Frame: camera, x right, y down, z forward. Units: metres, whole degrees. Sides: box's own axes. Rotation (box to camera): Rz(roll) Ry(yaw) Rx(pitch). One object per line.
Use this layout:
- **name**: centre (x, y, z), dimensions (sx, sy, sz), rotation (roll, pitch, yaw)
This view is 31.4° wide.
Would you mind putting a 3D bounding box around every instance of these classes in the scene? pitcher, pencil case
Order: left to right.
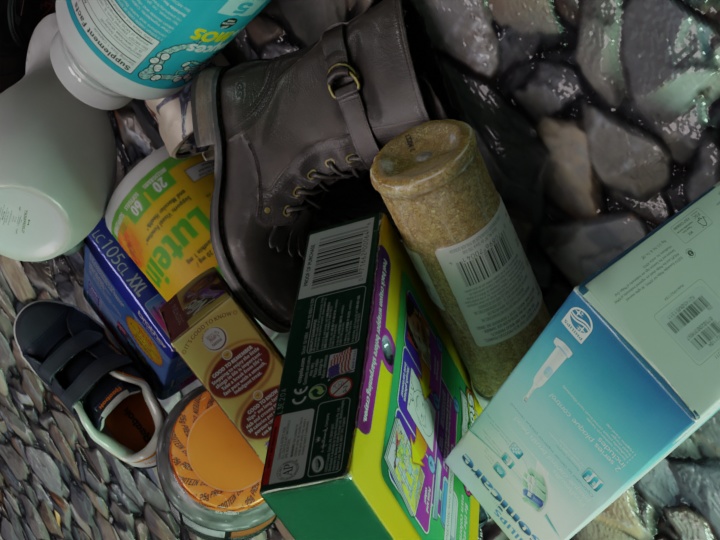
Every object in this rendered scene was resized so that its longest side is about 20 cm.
- **pitcher**: centre (-0.260, -0.089, 1.060), dimensions (0.120, 0.201, 0.173), rotation (12, 134, -8)
- **pencil case**: centre (-0.159, -0.178, 0.974), dimensions (0.201, 0.077, 0.089), rotation (56, 170, 3)

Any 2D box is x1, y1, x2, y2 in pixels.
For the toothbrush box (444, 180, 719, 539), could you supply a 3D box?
- **toothbrush box**: centre (0.148, 0.057, 0.691), dimensions (0.085, 0.146, 0.201), rotation (49, 147, 14)

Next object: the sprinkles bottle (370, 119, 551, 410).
- **sprinkles bottle**: centre (0.074, 0.006, 0.787), dimensions (0.068, 0.068, 0.201), rotation (14, 140, 48)

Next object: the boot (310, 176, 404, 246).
- **boot**: centre (0.000, 0.000, 0.927), dimensions (0.199, 0.068, 0.132), rotation (24, 140, 43)

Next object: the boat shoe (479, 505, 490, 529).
- **boat shoe**: centre (0.040, 0.101, 0.924), dimensions (0.201, 0.091, 0.071), rotation (59, 153, -12)

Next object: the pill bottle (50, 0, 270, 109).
- **pill bottle**: centre (-0.128, -0.188, 0.843), dimensions (0.199, 0.111, 0.111), rotation (-35, 88, 40)

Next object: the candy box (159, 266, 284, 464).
- **candy box**: centre (-0.059, 0.099, 0.901), dimensions (0.201, 0.056, 0.117), rotation (53, 176, -16)

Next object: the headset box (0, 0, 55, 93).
- **headset box**: centre (-0.330, -0.248, 1.080), dimensions (0.075, 0.148, 0.202), rotation (30, 139, 34)

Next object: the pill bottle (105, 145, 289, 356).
- **pill bottle**: centre (-0.103, 0.000, 1.019), dimensions (0.200, 0.111, 0.111), rotation (48, 147, 14)

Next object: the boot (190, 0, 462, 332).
- **boot**: centre (-0.015, -0.067, 0.817), dimensions (0.172, 0.069, 0.202), rotation (-11, 98, 27)

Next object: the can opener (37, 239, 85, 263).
- **can opener**: centre (-0.276, -0.059, 1.183), dimensions (0.200, 0.053, 0.068), rotation (-113, 10, -78)

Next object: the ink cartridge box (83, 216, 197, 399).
- **ink cartridge box**: centre (-0.184, 0.021, 1.156), dimensions (0.137, 0.076, 0.200), rotation (51, 156, 9)

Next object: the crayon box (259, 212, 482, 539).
- **crayon box**: centre (0.016, 0.098, 0.751), dimensions (0.058, 0.201, 0.173), rotation (-14, 129, 20)

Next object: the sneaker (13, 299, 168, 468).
- **sneaker**: centre (-0.245, 0.100, 1.182), dimensions (0.200, 0.079, 0.079), rotation (43, 173, 4)

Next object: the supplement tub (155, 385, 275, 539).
- **supplement tub**: centre (-0.110, 0.162, 1.078), dimensions (0.123, 0.122, 0.200), rotation (52, 164, 9)
